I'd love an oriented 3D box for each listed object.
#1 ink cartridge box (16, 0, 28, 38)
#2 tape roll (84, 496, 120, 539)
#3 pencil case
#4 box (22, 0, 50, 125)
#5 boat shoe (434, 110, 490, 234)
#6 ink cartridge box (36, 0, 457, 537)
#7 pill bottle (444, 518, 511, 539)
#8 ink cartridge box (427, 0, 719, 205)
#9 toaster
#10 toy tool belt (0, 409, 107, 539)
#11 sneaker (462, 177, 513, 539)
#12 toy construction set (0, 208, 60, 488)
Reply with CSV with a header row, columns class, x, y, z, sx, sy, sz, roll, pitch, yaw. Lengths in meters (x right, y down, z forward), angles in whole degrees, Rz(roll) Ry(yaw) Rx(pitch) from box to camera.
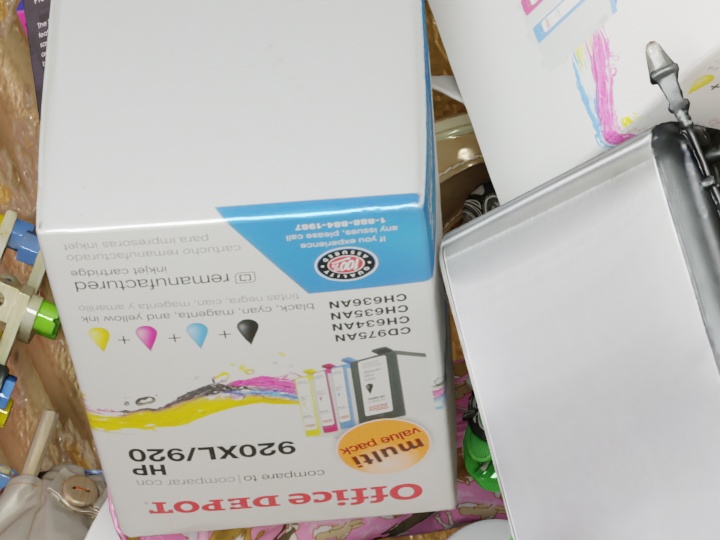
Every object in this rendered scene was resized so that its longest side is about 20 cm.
class,x,y,z,sx,sy,sz,roll,pitch,yaw
ink cartridge box,-0.116,-0.092,1.412,0.095,0.037,0.201,-2,114,51
tape roll,-0.106,0.198,1.359,0.071,0.202,0.203,18,110,8
pencil case,-0.016,0.089,1.262,0.083,0.199,0.087,41,129,45
box,-0.087,-0.089,1.309,0.143,0.036,0.201,-15,79,32
boat shoe,0.000,0.000,1.307,0.200,0.074,0.067,-37,64,26
ink cartridge box,-0.040,-0.010,1.120,0.200,0.147,0.145,82,-175,-51
pill bottle,0.019,0.197,1.291,0.200,0.114,0.114,-43,58,45
ink cartridge box,0.128,-0.105,1.126,0.200,0.128,0.126,-43,58,47
toaster,0.134,0.041,1.062,0.118,0.181,0.201,-24,71,27
toy tool belt,-0.173,0.179,1.559,0.200,0.124,0.123,101,164,-48
sneaker,0.075,0.043,1.207,0.085,0.078,0.201,-21,55,8
toy construction set,-0.221,0.072,1.610,0.131,0.092,0.201,-89,7,-77
